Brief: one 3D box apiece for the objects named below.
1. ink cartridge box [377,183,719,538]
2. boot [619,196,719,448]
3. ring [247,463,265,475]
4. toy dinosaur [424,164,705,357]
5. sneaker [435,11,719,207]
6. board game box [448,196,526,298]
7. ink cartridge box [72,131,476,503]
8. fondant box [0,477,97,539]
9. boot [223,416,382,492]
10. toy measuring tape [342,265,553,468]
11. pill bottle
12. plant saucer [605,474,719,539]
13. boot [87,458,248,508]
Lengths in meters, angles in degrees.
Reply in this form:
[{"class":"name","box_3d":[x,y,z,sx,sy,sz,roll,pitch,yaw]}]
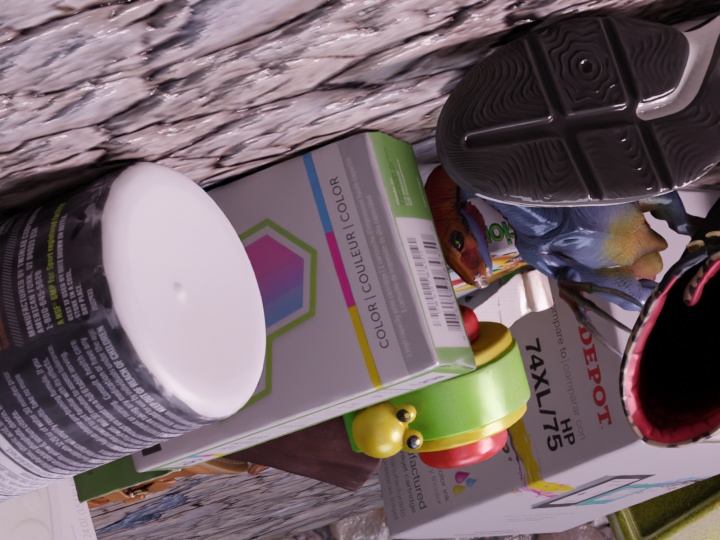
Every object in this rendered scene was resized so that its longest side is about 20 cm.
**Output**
[{"class":"ink cartridge box","box_3d":[0.118,0.051,1.613,0.145,0.148,0.199,2,160,-43]},{"class":"boot","box_3d":[0.182,-0.019,1.248,0.200,0.073,0.151,-54,176,27]},{"class":"ring","box_3d":[0.015,0.070,1.795,0.200,0.019,0.200,-37,176,-3]},{"class":"toy dinosaur","box_3d":[0.098,-0.010,1.396,0.180,0.106,0.200,14,168,-19]},{"class":"sneaker","box_3d":[0.110,-0.057,1.180,0.199,0.076,0.115,-17,170,-21]},{"class":"board game box","box_3d":[0.000,0.000,1.471,0.199,0.035,0.126,-12,171,-34]},{"class":"ink cartridge box","box_3d":[-0.060,0.023,1.264,0.199,0.105,0.059,-20,171,19]},{"class":"fondant box","box_3d":[-0.222,0.131,1.494,0.058,0.145,0.199,-22,171,35]},{"class":"boot","box_3d":[-0.077,0.075,1.411,0.165,0.073,0.200,25,156,-5]},{"class":"toy measuring tape","box_3d":[0.060,0.039,1.340,0.073,0.074,0.200,-23,-174,37]},{"class":"pill bottle","box_3d":[-0.145,0.037,1.180,0.199,0.107,0.106,-21,171,29]},{"class":"plant saucer","box_3d":[0.195,0.072,1.687,0.200,0.201,0.048,-36,153,30]},{"class":"boot","box_3d":[-0.143,0.104,1.757,0.154,0.077,0.200,-20,-178,13]}]
